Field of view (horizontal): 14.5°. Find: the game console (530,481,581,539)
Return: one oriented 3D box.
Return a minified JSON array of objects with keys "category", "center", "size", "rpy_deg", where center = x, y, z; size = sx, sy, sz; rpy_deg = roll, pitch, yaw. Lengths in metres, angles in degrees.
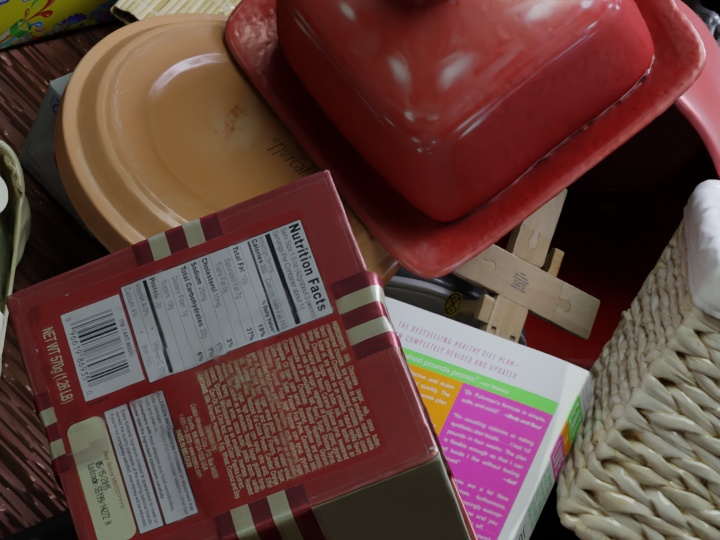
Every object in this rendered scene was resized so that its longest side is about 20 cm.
[{"category":"game console","center":[0.142,0.189,1.497],"size":[0.200,0.117,0.176],"rpy_deg":[34,12,0]}]

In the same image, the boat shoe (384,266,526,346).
[{"category":"boat shoe","center":[0.000,0.000,1.555],"size":[0.199,0.067,0.057],"rpy_deg":[17,49,-11]}]

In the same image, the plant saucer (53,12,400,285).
[{"category":"plant saucer","center":[-0.061,-0.061,1.487],"size":[0.200,0.032,0.201],"rpy_deg":[13,48,-16]}]

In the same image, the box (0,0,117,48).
[{"category":"box","center":[-0.232,-0.234,1.596],"size":[0.192,0.122,0.200],"rpy_deg":[-20,63,-40]}]

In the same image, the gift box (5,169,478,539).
[{"category":"gift box","center":[-0.060,0.088,1.289],"size":[0.199,0.187,0.185],"rpy_deg":[-18,58,3]}]

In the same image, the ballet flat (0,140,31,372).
[{"category":"ballet flat","center":[-0.203,0.009,1.426],"size":[0.069,0.070,0.200],"rpy_deg":[19,44,-14]}]

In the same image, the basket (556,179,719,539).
[{"category":"basket","center":[0.217,0.084,1.442],"size":[0.198,0.161,0.200],"rpy_deg":[32,13,-4]}]

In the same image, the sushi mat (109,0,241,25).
[{"category":"sushi mat","center":[-0.060,-0.170,1.624],"size":[0.095,0.012,0.200],"rpy_deg":[33,40,2]}]

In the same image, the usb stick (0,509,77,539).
[{"category":"usb stick","center":[-0.107,0.128,1.395],"size":[0.200,0.033,0.056],"rpy_deg":[-23,66,-42]}]

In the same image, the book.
[{"category":"book","center":[0.017,0.116,1.391],"size":[0.133,0.048,0.200],"rpy_deg":[17,60,20]}]

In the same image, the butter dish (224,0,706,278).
[{"category":"butter dish","center":[0.045,-0.136,1.436],"size":[0.200,0.148,0.200],"rpy_deg":[-37,70,-4]}]

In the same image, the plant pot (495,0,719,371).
[{"category":"plant pot","center":[0.130,-0.071,1.618],"size":[0.200,0.201,0.177],"rpy_deg":[31,31,-2]}]

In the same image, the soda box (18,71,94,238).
[{"category":"soda box","center":[-0.093,-0.092,1.586],"size":[0.068,0.064,0.200],"rpy_deg":[44,44,16]}]

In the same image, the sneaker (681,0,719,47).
[{"category":"sneaker","center":[0.220,-0.123,1.787],"size":[0.074,0.082,0.201],"rpy_deg":[15,45,-18]}]

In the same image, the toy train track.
[{"category":"toy train track","center":[0.062,0.045,1.510],"size":[0.114,0.032,0.201],"rpy_deg":[27,76,-35]}]
